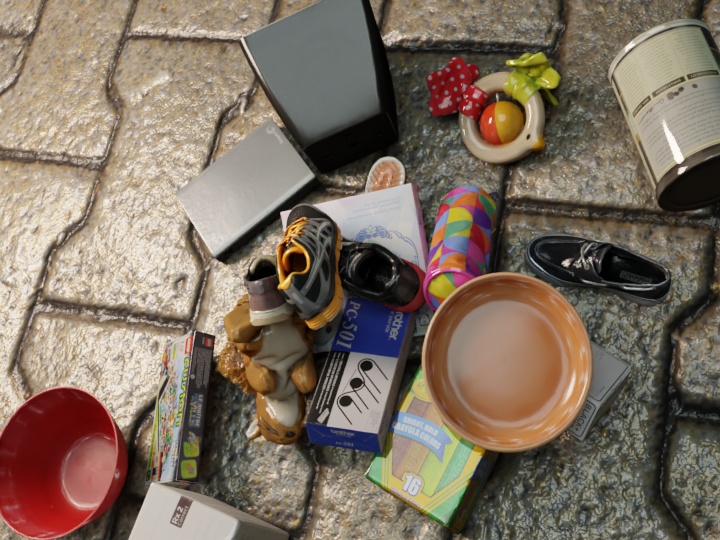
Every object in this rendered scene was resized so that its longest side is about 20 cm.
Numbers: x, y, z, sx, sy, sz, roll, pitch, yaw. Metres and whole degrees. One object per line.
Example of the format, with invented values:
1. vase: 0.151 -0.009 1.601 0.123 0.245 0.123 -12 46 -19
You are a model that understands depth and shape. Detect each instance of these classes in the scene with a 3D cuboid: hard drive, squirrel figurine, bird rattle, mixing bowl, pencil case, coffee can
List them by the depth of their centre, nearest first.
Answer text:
1. pencil case: 0.134 -0.028 1.084 0.086 0.090 0.202 3 39 16
2. coffee can: 0.429 -0.203 1.105 0.143 0.147 0.205 -17 66 8
3. squirrel figurine: -0.119 0.132 1.139 0.138 0.192 0.199 -14 18 -23
4. mixing bowl: -0.402 0.276 1.176 0.195 0.109 0.205 -6 69 14
5. bird rattle: 0.195 -0.238 1.214 0.195 0.112 0.168 -9 84 15
6. hard drive: -0.178 -0.128 1.307 0.199 0.033 0.140 -38 65 -1

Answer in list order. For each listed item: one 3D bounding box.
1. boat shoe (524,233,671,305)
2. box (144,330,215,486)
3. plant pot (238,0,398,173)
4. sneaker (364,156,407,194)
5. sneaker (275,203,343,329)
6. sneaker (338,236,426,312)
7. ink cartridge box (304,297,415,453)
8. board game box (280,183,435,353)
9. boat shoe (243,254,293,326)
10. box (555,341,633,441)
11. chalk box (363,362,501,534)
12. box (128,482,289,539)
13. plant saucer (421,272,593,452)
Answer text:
1. boat shoe: 0.312 -0.009 1.107 0.196 0.068 0.073 21 76 22
2. box: -0.253 0.196 1.173 0.109 0.034 0.205 -23 57 50
3. plant pot: -0.040 -0.264 1.244 0.195 0.200 0.181 -22 78 6
4. sneaker: 0.022 -0.065 1.214 0.070 0.080 0.204 26 98 12
5. sneaker: -0.069 -0.023 1.034 0.078 0.077 0.202 -38 37 19
6. sneaker: -0.010 -0.006 1.075 0.197 0.098 0.072 19 85 28
7. ink cartridge box: 0.004 0.126 1.049 0.091 0.045 0.203 4 46 16
8. board game box: 0.000 0.000 1.158 0.195 0.043 0.205 -10 90 17
9. boat shoe: -0.118 0.011 1.086 0.070 0.200 0.067 -7 107 -1
10. box: 0.229 0.112 1.056 0.198 0.116 0.061 33 126 23
11. chalk box: 0.111 0.205 1.051 0.122 0.124 0.203 24 77 21
12. box: -0.203 0.389 1.028 0.128 0.200 0.203 16 75 19
13. plant saucer: 0.169 0.106 0.973 0.194 0.037 0.206 -1 84 8
